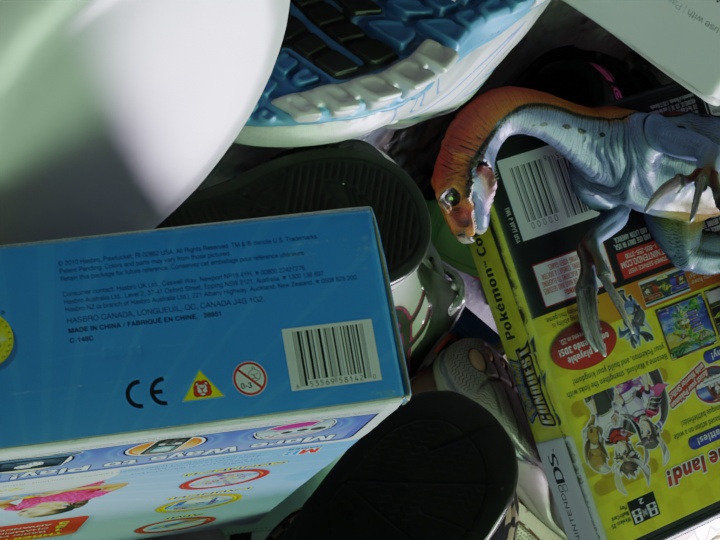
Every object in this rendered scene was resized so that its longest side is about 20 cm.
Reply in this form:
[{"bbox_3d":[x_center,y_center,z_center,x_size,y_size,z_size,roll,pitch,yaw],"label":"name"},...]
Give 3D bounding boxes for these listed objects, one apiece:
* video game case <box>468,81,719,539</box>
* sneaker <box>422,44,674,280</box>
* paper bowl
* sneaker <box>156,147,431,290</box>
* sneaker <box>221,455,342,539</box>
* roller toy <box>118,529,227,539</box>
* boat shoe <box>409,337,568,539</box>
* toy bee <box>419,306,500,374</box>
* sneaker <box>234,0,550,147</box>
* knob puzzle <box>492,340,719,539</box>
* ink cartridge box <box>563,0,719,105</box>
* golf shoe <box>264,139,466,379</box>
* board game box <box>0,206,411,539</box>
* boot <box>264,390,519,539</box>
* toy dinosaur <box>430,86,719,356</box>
[{"bbox_3d":[0.140,0.012,1.078,0.200,0.181,0.025,-18,179,-37],"label":"video game case"},{"bbox_3d":[0.112,-0.064,1.142,0.200,0.077,0.084,-34,157,-35],"label":"sneaker"},{"bbox_3d":[-0.100,-0.073,0.710,0.201,0.104,0.201,-39,156,-21],"label":"paper bowl"},{"bbox_3d":[-0.085,0.010,0.898,0.199,0.084,0.121,-6,160,-26],"label":"sneaker"},{"bbox_3d":[-0.073,0.152,1.034,0.074,0.119,0.200,20,135,-31],"label":"sneaker"},{"bbox_3d":[-0.142,0.135,0.903,0.200,0.140,0.183,-46,157,-9],"label":"roller toy"},{"bbox_3d":[0.073,0.115,1.090,0.072,0.200,0.076,-32,-155,14],"label":"boat shoe"},{"bbox_3d":[0.048,0.067,1.186,0.200,0.109,0.131,-6,134,-59],"label":"toy bee"},{"bbox_3d":[0.009,-0.078,0.944,0.200,0.075,0.087,-28,155,-41],"label":"sneaker"},{"bbox_3d":[0.150,0.074,1.166,0.219,0.030,0.220,-18,122,-32],"label":"knob puzzle"},{"bbox_3d":[0.176,-0.179,1.025,0.200,0.087,0.145,-60,171,19],"label":"ink cartridge box"},{"bbox_3d":[0.000,0.000,1.026,0.088,0.077,0.200,-24,157,-22],"label":"golf shoe"},{"bbox_3d":[-0.108,0.044,0.731,0.199,0.056,0.196,-6,167,-17],"label":"board game box"},{"bbox_3d":[-0.016,0.129,0.880,0.200,0.073,0.151,-50,169,-1],"label":"boot"},{"bbox_3d":[0.111,-0.035,1.029,0.105,0.181,0.200,-50,-160,27],"label":"toy dinosaur"}]
